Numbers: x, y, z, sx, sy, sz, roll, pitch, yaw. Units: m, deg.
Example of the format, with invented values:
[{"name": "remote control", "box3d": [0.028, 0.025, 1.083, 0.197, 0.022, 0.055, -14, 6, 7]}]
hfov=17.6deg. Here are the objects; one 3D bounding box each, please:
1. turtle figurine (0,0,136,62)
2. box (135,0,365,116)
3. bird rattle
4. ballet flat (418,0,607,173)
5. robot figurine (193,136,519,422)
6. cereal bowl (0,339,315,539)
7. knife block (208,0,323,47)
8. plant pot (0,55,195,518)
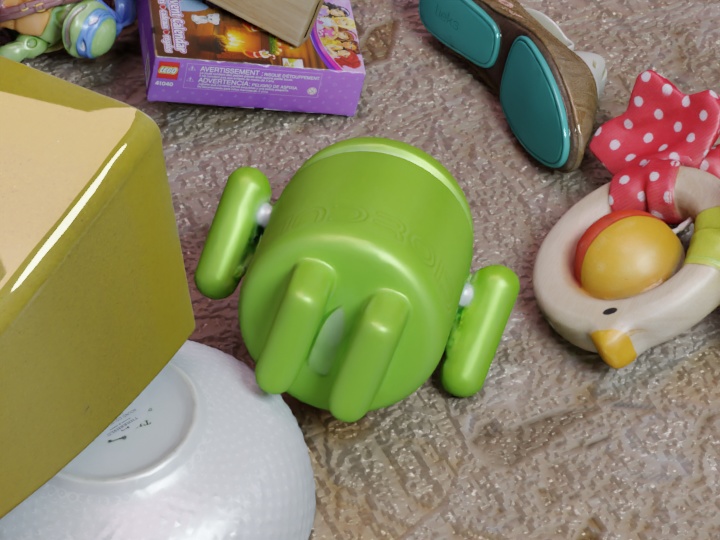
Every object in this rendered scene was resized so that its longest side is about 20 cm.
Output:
[{"name": "turtle figurine", "box3d": [-0.266, -0.188, 1.514, 0.194, 0.144, 0.200, 31, 51, 30]}, {"name": "box", "box3d": [-0.079, -0.182, 1.539, 0.137, 0.039, 0.200, 3, 42, -14]}, {"name": "bird rattle", "box3d": [0.170, -0.024, 1.335, 0.163, 0.113, 0.200, -34, 45, -5]}, {"name": "ballet flat", "box3d": [0.111, -0.132, 1.484, 0.072, 0.068, 0.200, -6, 36, -29]}, {"name": "robot figurine", "box3d": [0.000, 0.000, 1.295, 0.175, 0.116, 0.200, 19, 32, 1]}, {"name": "cereal bowl", "box3d": [-0.126, 0.105, 1.238, 0.200, 0.083, 0.200, -3, 45, 3]}, {"name": "knife block", "box3d": [-0.128, -0.229, 1.479, 0.175, 0.064, 0.200, -1, 43, -30]}, {"name": "plant pot", "box3d": [-0.217, 0.013, 1.142, 0.200, 0.200, 0.176, 21, 60, 15]}]
